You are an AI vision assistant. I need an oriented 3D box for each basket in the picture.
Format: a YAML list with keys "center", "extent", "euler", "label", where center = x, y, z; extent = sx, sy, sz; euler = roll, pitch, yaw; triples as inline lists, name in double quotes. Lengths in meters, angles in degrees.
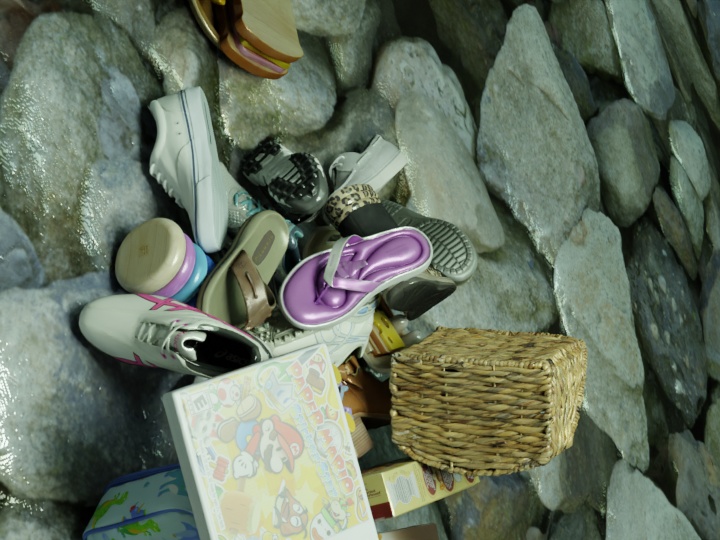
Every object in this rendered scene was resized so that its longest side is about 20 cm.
- center: [0.149, 0.150, 1.658]
  extent: [0.149, 0.200, 0.143]
  euler: [-23, 113, -64]
  label: "basket"

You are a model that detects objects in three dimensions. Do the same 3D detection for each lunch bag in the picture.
- center: [-0.145, 0.270, 1.365]
  extent: [0.200, 0.161, 0.083]
  euler: [51, 38, -26]
  label: "lunch bag"

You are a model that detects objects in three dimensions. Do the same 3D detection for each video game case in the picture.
- center: [-0.077, 0.183, 1.316]
  extent: [0.182, 0.023, 0.200]
  euler: [-16, 92, -41]
  label: "video game case"

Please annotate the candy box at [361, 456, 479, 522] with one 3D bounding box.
- center: [0.039, 0.252, 1.686]
  extent: [0.200, 0.115, 0.055]
  euler: [-6, 80, -57]
  label: "candy box"

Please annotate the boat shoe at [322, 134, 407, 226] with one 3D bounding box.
- center: [-0.006, -0.122, 1.864]
  extent: [0.069, 0.072, 0.200]
  euler: [45, 42, 0]
  label: "boat shoe"

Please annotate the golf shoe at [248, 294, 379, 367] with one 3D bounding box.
- center: [-0.048, 0.081, 1.599]
  extent: [0.200, 0.078, 0.097]
  euler: [-18, 115, -49]
  label: "golf shoe"

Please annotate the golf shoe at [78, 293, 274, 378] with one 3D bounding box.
- center: [-0.178, 0.062, 1.402]
  extent: [0.092, 0.200, 0.073]
  euler: [85, 20, -77]
  label: "golf shoe"

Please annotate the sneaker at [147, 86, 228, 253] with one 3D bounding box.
- center: [-0.189, -0.104, 1.573]
  extent: [0.073, 0.071, 0.200]
  euler: [65, 12, -62]
  label: "sneaker"

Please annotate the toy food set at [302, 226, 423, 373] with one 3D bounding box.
- center: [0.021, 0.034, 1.766]
  extent: [0.200, 0.060, 0.143]
  euler: [57, 20, 11]
  label: "toy food set"

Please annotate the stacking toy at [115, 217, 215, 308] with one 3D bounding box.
- center: [-0.168, 0.023, 1.543]
  extent: [0.200, 0.085, 0.085]
  euler: [39, 44, -48]
  label: "stacking toy"

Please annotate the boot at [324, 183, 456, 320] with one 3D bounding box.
- center: [0.035, -0.021, 1.709]
  extent: [0.151, 0.073, 0.200]
  euler: [55, 12, 14]
  label: "boot"

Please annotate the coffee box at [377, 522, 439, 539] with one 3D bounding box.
- center: [0.013, 0.352, 1.630]
  extent: [0.200, 0.080, 0.115]
  euler: [2, 72, -55]
  label: "coffee box"

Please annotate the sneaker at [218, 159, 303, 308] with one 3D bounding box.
- center: [-0.111, -0.047, 1.645]
  extent: [0.200, 0.086, 0.078]
  euler: [59, 34, -18]
  label: "sneaker"

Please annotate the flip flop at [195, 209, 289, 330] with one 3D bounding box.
- center: [-0.112, 0.018, 1.509]
  extent: [0.200, 0.058, 0.081]
  euler: [-63, 141, -36]
  label: "flip flop"

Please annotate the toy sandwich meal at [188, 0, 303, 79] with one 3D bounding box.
- center: [-0.137, -0.335, 1.769]
  extent: [0.205, 0.070, 0.205]
  euler: [31, 50, -45]
  label: "toy sandwich meal"

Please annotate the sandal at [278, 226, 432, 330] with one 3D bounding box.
- center: [-0.005, -0.005, 1.558]
  extent: [0.203, 0.050, 0.082]
  euler: [-30, 69, -33]
  label: "sandal"

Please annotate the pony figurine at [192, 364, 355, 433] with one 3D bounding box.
- center: [-0.104, 0.171, 1.481]
  extent: [0.167, 0.200, 0.193]
  euler: [59, 19, -9]
  label: "pony figurine"

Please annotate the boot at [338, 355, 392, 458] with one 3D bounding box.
- center: [-0.015, 0.125, 1.727]
  extent: [0.200, 0.077, 0.155]
  euler: [-35, 99, -49]
  label: "boot"

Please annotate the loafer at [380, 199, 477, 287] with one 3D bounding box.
- center: [0.077, -0.027, 1.844]
  extent: [0.075, 0.200, 0.070]
  euler: [-37, 134, -19]
  label: "loafer"

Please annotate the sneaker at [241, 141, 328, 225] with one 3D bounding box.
- center: [-0.068, -0.089, 1.658]
  extent: [0.066, 0.200, 0.091]
  euler: [-44, 116, -6]
  label: "sneaker"
